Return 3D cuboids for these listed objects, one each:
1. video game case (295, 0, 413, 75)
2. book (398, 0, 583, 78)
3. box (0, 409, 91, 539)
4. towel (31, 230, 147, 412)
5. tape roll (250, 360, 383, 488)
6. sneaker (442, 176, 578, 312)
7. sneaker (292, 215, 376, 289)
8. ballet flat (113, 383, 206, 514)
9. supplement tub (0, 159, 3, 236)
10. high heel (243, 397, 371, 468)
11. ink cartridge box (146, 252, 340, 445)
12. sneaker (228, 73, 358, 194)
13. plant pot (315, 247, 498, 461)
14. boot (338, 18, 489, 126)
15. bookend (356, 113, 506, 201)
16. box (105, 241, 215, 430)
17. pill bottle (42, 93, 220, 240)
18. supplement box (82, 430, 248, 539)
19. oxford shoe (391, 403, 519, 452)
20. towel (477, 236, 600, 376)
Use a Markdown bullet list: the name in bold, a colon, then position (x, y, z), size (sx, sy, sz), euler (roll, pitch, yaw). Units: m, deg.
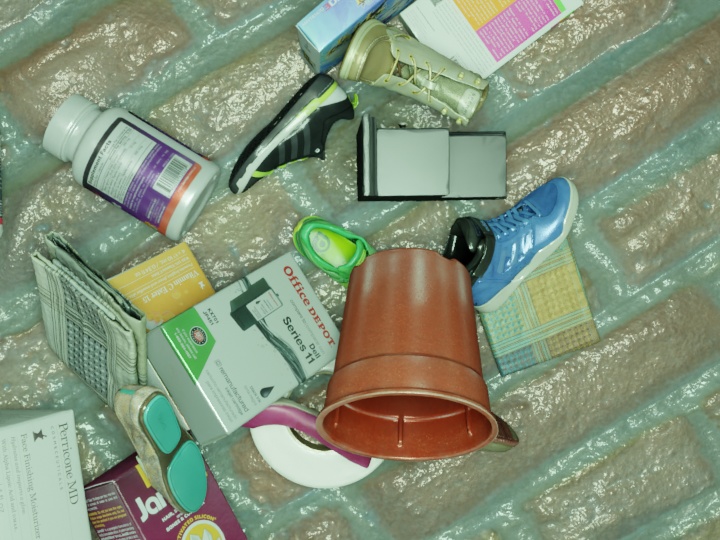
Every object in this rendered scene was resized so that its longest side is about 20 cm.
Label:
- **video game case**: position (0.013, -0.324, 1.087), size (0.200, 0.181, 0.045), euler (-40, 92, 0)
- **book**: position (0.168, -0.335, 1.161), size (0.200, 0.048, 0.134), euler (-36, 94, 2)
- **box**: position (-0.442, 0.274, 1.076), size (0.200, 0.131, 0.199), euler (-7, 92, 34)
- **towel**: position (-0.322, 0.075, 1.071), size (0.192, 0.035, 0.200), euler (37, 136, 27)
- **tape roll**: position (-0.048, 0.182, 1.177), size (0.202, 0.037, 0.203), euler (0, 92, -1)
- **sneaker**: position (0.176, -0.048, 1.111), size (0.111, 0.077, 0.200), euler (31, 104, -37)
- **sneaker**: position (0.000, 0.000, 1.148), size (0.200, 0.084, 0.074), euler (29, 91, -4)
- **ballet flat**: position (-0.231, 0.201, 1.036), size (0.067, 0.068, 0.200), euler (12, 132, 27)
- **supplement tub**: position (-0.512, -0.131, 1.097), size (0.140, 0.140, 0.201), euler (-1, 92, -2)
- **high heel**: position (-0.083, 0.205, 1.128), size (0.199, 0.067, 0.096), euler (-3, 92, -8)
- **ink cartridge box**: position (-0.133, 0.088, 1.063), size (0.200, 0.083, 0.147), euler (-33, 91, -37)
- **sneaker**: position (-0.082, -0.158, 1.145), size (0.083, 0.072, 0.200), euler (42, 99, -20)
- **plant pot**: position (0.055, 0.093, 1.038), size (0.200, 0.201, 0.196), euler (4, 58, -2)
- **boot**: position (0.069, -0.229, 1.064), size (0.155, 0.200, 0.072), euler (33, 113, 10)
- **bookend**: position (0.096, -0.133, 1.089), size (0.198, 0.200, 0.092), euler (-1, 93, -1)
- **box**: position (-0.233, 0.087, 1.111), size (0.124, 0.097, 0.200), euler (-33, 94, -38)
- **pill bottle**: position (-0.285, -0.133, 1.119), size (0.200, 0.111, 0.112), euler (31, 91, -2)
- **supplement box**: position (-0.236, 0.321, 1.115), size (0.103, 0.131, 0.200), euler (-24, 95, 43)
- **oxford shoe**: position (0.110, 0.209, 1.165), size (0.200, 0.070, 0.075), euler (17, 114, -19)
- **towel**: position (0.220, 0.024, 1.189), size (0.146, 0.022, 0.200), euler (-19, 95, 0)
